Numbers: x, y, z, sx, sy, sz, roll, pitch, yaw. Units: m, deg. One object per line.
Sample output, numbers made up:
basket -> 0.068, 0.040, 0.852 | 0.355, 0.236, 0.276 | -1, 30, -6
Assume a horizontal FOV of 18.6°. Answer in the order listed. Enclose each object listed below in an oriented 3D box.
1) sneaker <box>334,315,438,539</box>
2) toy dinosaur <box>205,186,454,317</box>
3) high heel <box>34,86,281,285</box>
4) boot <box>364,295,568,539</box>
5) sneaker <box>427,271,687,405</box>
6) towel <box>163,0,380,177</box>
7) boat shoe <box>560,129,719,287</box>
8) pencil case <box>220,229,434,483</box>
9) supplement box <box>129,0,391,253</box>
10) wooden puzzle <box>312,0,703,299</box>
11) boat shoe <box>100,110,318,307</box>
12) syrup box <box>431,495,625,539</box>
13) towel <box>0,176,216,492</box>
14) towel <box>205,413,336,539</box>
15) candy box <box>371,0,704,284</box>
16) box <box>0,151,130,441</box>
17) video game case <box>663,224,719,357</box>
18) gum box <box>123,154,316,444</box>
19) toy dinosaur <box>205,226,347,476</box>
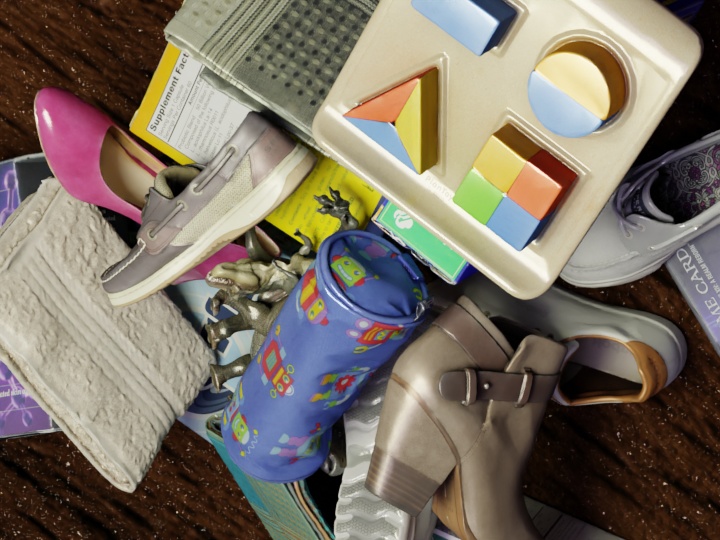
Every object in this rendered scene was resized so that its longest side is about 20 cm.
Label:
sneaker -> 0.030, 0.115, 1.522 | 0.074, 0.082, 0.201 | 9, 79, 28
toy dinosaur -> 0.000, 0.000, 1.453 | 0.199, 0.048, 0.088 | 14, 130, 5
high heel -> -0.140, -0.061, 1.518 | 0.096, 0.068, 0.200 | -11, 130, 33
boot -> 0.093, 0.109, 1.452 | 0.070, 0.200, 0.147 | 30, 90, 49
sneaker -> 0.119, 0.048, 1.515 | 0.199, 0.085, 0.073 | 9, 112, 22
towel -> -0.005, -0.169, 1.458 | 0.192, 0.200, 0.035 | 35, 157, 8
boat shoe -> 0.202, -0.044, 1.443 | 0.199, 0.068, 0.072 | -21, 75, 31
pencil case -> -0.022, 0.056, 1.430 | 0.078, 0.087, 0.200 | 60, 140, 26
supplement box -> -0.039, -0.103, 1.521 | 0.200, 0.109, 0.109 | 33, 117, 10
wooden puzzle -> 0.079, -0.106, 1.311 | 0.185, 0.046, 0.200 | 38, 118, 11
boat shoe -> -0.111, -0.042, 1.462 | 0.200, 0.072, 0.065 | -33, 99, 39
syrup box -> 0.099, 0.209, 1.579 | 0.199, 0.081, 0.079 | 22, 114, 14
towel -> -0.188, 0.041, 1.540 | 0.034, 0.133, 0.200 | -11, 126, 45
towel -> -0.036, 0.199, 1.589 | 0.147, 0.022, 0.200 | 25, 148, 60
candy box -> 0.117, -0.103, 1.417 | 0.077, 0.169, 0.200 | 38, 118, 13
box -> -0.248, 0.022, 1.616 | 0.148, 0.104, 0.201 | -12, 87, 41
video game case -> 0.311, -0.006, 1.449 | 0.200, 0.019, 0.143 | -30, 93, 30
gum box -> -0.100, 0.036, 1.631 | 0.200, 0.045, 0.170 | 33, 117, 10
toy dinosaur -> -0.054, 0.046, 1.545 | 0.102, 0.077, 0.201 | -12, 104, -15
